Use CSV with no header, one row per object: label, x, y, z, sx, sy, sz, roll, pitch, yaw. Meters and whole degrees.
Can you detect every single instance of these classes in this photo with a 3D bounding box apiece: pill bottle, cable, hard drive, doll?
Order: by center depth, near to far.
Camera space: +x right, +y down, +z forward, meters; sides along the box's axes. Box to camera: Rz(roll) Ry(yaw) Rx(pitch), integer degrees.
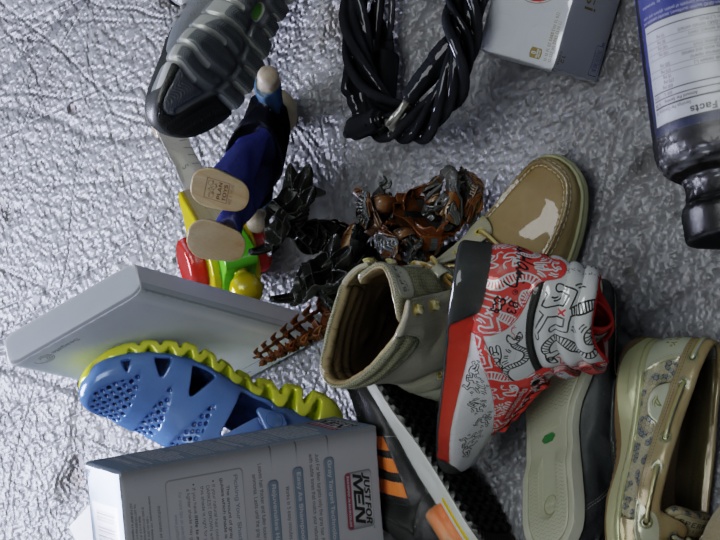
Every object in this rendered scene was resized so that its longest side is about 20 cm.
pill bottle,0.241,-0.120,1.577,0.112,0.112,0.201,-12,79,33
cable,0.039,-0.189,1.730,0.163,0.051,0.201,-7,69,61
doll,-0.078,-0.085,1.761,0.048,0.200,0.137,10,117,7
hard drive,-0.143,0.050,1.770,0.132,0.200,0.027,-29,63,29

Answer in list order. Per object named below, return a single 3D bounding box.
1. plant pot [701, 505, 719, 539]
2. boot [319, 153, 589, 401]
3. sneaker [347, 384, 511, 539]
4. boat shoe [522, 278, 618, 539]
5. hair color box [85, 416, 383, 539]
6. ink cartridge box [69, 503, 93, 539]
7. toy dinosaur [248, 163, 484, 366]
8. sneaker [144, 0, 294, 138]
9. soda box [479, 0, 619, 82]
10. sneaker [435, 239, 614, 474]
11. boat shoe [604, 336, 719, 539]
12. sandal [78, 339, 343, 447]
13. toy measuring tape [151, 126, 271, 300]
plant pot,0.299,0.219,1.480,0.187,0.187,0.200,-50,47,20
boot,0.065,0.003,1.659,0.072,0.154,0.200,42,108,31
sneaker,0.022,0.142,1.727,0.090,0.070,0.200,-42,65,21
boat shoe,0.155,0.101,1.650,0.072,0.067,0.201,-22,58,54
hair color box,-0.084,0.167,1.666,0.061,0.199,0.099,7,103,59
ink cartridge box,-0.100,0.238,1.750,0.088,0.145,0.200,-48,61,35
toy dinosaur,0.000,0.000,1.715,0.102,0.136,0.200,35,97,42
sneaker,-0.122,-0.186,1.842,0.115,0.075,0.200,13,61,46
soda box,0.150,-0.237,1.681,0.068,0.064,0.201,19,96,35
sneaker,0.110,0.069,1.609,0.108,0.067,0.202,8,132,6
boat shoe,0.205,0.142,1.599,0.063,0.073,0.201,-5,82,37
sandal,-0.107,0.112,1.741,0.080,0.199,0.087,121,161,-49
toy measuring tape,-0.118,-0.035,1.855,0.074,0.073,0.200,-51,44,20
